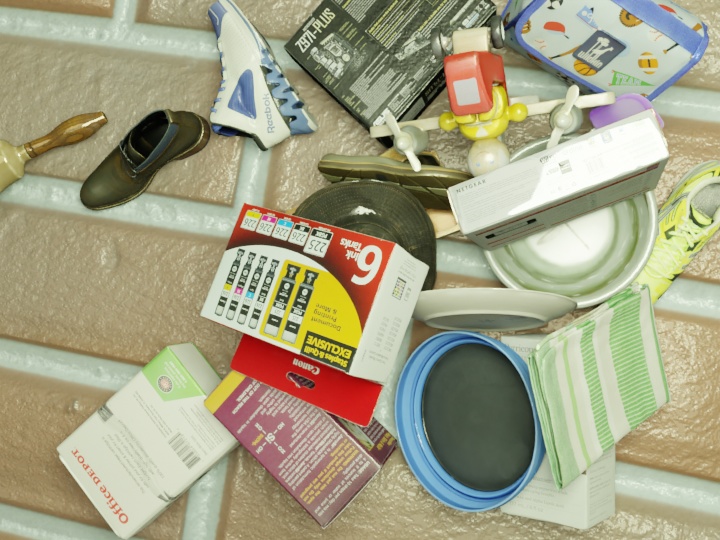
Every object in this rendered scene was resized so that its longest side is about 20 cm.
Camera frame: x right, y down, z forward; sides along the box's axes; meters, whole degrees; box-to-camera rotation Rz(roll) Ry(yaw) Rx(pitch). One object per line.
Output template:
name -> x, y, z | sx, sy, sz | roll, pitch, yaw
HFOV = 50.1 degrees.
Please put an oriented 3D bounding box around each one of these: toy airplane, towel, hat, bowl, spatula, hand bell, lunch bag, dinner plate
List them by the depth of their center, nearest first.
towel -> 0.254, 0.113, 0.802 | 0.023, 0.199, 0.154 | 1, 110, 52
lunch bag -> 0.245, -0.256, 0.806 | 0.169, 0.200, 0.124 | 28, 96, -9
toy airplane -> 0.132, -0.159, 0.814 | 0.198, 0.200, 0.142 | 4, 77, -26
spatula -> 0.225, -0.127, 0.838 | 0.199, 0.021, 0.057 | -31, 116, 30
dinner plate -> 0.135, 0.047, 0.842 | 0.198, 0.200, 0.024 | -2, 77, 10
bowl -> 0.124, 0.168, 0.877 | 0.200, 0.039, 0.202 | 0, 90, 44
hat -> 0.000, 0.000, 0.887 | 0.199, 0.081, 0.202 | 1, 120, 2
hand bell -> -0.429, -0.164, 1.017 | 0.199, 0.104, 0.105 | -26, 85, -3

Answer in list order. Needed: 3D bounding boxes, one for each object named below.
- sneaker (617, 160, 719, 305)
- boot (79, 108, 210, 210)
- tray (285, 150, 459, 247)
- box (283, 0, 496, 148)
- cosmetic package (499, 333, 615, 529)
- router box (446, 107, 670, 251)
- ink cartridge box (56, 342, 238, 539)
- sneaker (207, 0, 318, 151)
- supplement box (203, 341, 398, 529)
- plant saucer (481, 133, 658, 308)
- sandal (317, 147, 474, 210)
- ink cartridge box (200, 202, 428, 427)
sneaker -> 0.351, -0.041, 0.866 | 0.075, 0.076, 0.201 | 33, 96, 7
boot -> -0.293, -0.145, 0.973 | 0.199, 0.097, 0.075 | -33, 84, 8
tray -> 0.017, -0.062, 0.948 | 0.199, 0.037, 0.099 | -21, 86, 10
box -> 0.038, -0.277, 0.919 | 0.164, 0.086, 0.200 | 43, 96, 8
cosmetic package -> 0.221, 0.173, 0.866 | 0.112, 0.081, 0.202 | -2, 89, 41
router box -> 0.202, -0.083, 0.787 | 0.199, 0.179, 0.049 | -21, 81, 14
ink cartridge box -> -0.254, 0.211, 0.970 | 0.200, 0.084, 0.146 | -41, 82, 7
sneaker -> -0.151, -0.231, 0.957 | 0.115, 0.081, 0.200 | -33, 86, 6
supplement box -> -0.066, 0.182, 0.914 | 0.200, 0.131, 0.103 | 44, 97, 9
plant saucer -> 0.239, -0.055, 0.893 | 0.199, 0.050, 0.202 | -1, 86, 18
sandal -> 0.048, -0.118, 0.895 | 0.198, 0.080, 0.054 | 12, 70, 14
ink cartridge box -> -0.056, 0.043, 0.791 | 0.199, 0.084, 0.177 | 16, 82, 32
